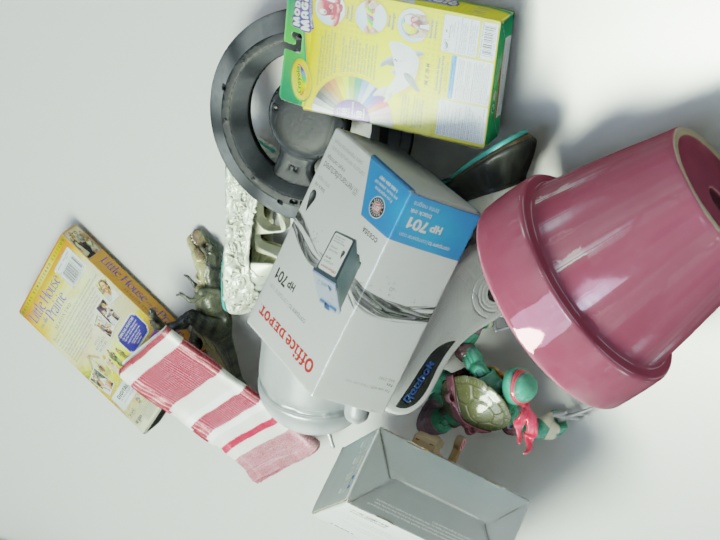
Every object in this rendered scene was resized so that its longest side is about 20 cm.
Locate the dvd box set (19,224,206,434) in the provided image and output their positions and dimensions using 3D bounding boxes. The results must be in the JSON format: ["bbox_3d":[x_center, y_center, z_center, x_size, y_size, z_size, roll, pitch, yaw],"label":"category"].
[{"bbox_3d":[-0.270,0.065,2.031,0.200,0.029,0.147,42,132,8],"label":"dvd box set"}]

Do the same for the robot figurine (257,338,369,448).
[{"bbox_3d":[-0.040,0.076,1.815,0.170,0.112,0.201,45,139,44],"label":"robot figurine"}]

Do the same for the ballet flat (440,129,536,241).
[{"bbox_3d":[0.097,-0.063,1.668,0.200,0.068,0.069,-25,89,51],"label":"ballet flat"}]

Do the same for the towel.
[{"bbox_3d":[-0.148,0.141,1.933,0.200,0.023,0.144,38,148,-10],"label":"towel"}]

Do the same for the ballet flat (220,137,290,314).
[{"bbox_3d":[-0.101,-0.036,1.825,0.071,0.072,0.201,20,126,26],"label":"ballet flat"}]

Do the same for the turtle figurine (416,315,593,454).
[{"bbox_3d":[0.114,0.105,1.735,0.199,0.101,0.150,-11,105,47],"label":"turtle figurine"}]

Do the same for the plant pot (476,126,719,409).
[{"bbox_3d":[0.224,-0.016,1.533,0.179,0.200,0.200,-36,92,27],"label":"plant pot"}]

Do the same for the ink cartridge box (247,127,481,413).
[{"bbox_3d":[0.000,0.000,1.638,0.146,0.086,0.201,43,110,52],"label":"ink cartridge box"}]

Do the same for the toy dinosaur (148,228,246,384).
[{"bbox_3d":[-0.165,0.061,1.928,0.088,0.048,0.201,-14,111,2],"label":"toy dinosaur"}]

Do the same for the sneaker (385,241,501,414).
[{"bbox_3d":[0.060,0.029,1.708,0.073,0.200,0.112,44,174,-32],"label":"sneaker"}]

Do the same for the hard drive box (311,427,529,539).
[{"bbox_3d":[0.051,0.221,1.748,0.155,0.077,0.200,27,165,-5],"label":"hard drive box"}]

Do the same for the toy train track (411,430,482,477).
[{"bbox_3d":[0.084,0.184,1.782,0.114,0.033,0.200,20,164,21],"label":"toy train track"}]

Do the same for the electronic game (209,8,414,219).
[{"bbox_3d":[-0.046,-0.142,1.723,0.199,0.042,0.201,6,109,18],"label":"electronic game"}]

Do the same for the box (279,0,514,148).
[{"bbox_3d":[0.028,-0.184,1.630,0.199,0.048,0.118,14,113,16],"label":"box"}]
